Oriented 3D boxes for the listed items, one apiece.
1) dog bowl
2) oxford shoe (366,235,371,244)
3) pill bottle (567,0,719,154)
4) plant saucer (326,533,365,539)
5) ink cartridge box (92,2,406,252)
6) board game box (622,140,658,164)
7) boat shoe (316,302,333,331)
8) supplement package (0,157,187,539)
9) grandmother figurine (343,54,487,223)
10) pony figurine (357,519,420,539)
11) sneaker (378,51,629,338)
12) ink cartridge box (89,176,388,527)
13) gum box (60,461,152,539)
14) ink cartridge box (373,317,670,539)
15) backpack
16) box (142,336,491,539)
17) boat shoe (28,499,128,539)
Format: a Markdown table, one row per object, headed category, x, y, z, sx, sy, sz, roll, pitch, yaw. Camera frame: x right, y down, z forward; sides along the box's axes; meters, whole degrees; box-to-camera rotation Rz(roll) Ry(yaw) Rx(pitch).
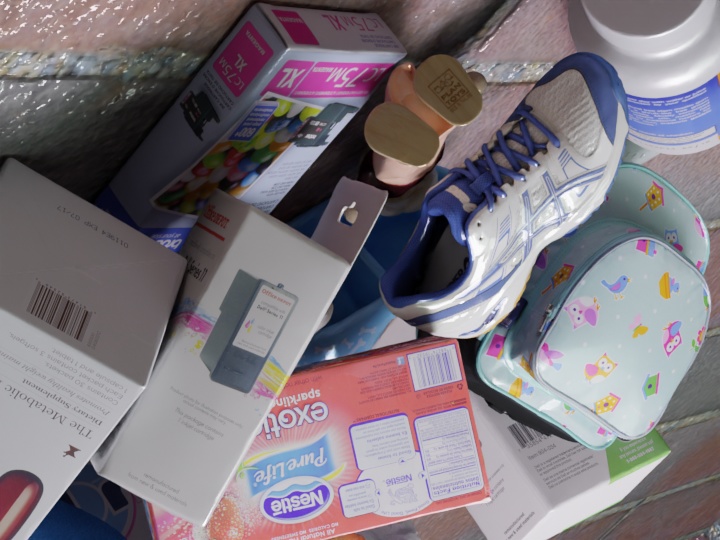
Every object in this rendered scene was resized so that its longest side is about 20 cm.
| category | x | y | z | sx | sy | sz | roll | pitch | yaw |
| --- | --- | --- | --- | --- | --- | --- | --- | --- | --- |
| dog bowl | 0.000 | 0.000 | 1.442 | 0.200 | 0.112 | 0.050 | -30 | 147 | -18 |
| oxford shoe | 0.002 | 0.001 | 1.535 | 0.200 | 0.071 | 0.072 | -33 | -164 | -32 |
| pill bottle | 0.192 | -0.152 | 1.407 | 0.112 | 0.112 | 0.200 | -38 | 161 | 3 |
| plant saucer | -0.085 | 0.195 | 1.393 | 0.200 | 0.038 | 0.200 | -15 | 179 | 0 |
| ink cartridge box | -0.073 | -0.067 | 1.260 | 0.200 | 0.042 | 0.119 | -45 | 159 | 28 |
| board game box | 0.272 | -0.168 | 1.643 | 0.200 | 0.026 | 0.200 | -30 | 159 | -19 |
| boat shoe | -0.103 | 0.043 | 1.332 | 0.201 | 0.072 | 0.061 | -26 | 126 | 39 |
| supplement package | -0.194 | 0.063 | 1.175 | 0.200 | 0.114 | 0.110 | -51 | -165 | 35 |
| grandmother figurine | 0.029 | -0.076 | 1.338 | 0.121 | 0.061 | 0.200 | -35 | 176 | -12 |
| pony figurine | -0.065 | 0.145 | 1.627 | 0.193 | 0.167 | 0.200 | 4 | 153 | -46 |
| sneaker | 0.087 | -0.044 | 1.341 | 0.088 | 0.075 | 0.200 | 10 | 114 | -54 |
| ink cartridge box | -0.071 | 0.025 | 1.191 | 0.200 | 0.067 | 0.117 | -60 | -165 | -1 |
| gum box | -0.182 | 0.162 | 1.481 | 0.200 | 0.114 | 0.066 | -28 | 160 | -21 |
| ink cartridge box | 0.122 | 0.103 | 1.744 | 0.145 | 0.200 | 0.084 | -20 | 157 | -39 |
| backpack | 0.160 | 0.013 | 1.602 | 0.176 | 0.153 | 0.200 | 32 | 79 | -37 |
| box | -0.033 | 0.109 | 1.335 | 0.199 | 0.103 | 0.095 | -13 | -179 | -8 |
| boat shoe | -0.230 | 0.161 | 1.285 | 0.200 | 0.084 | 0.069 | 17 | 107 | -21 |
